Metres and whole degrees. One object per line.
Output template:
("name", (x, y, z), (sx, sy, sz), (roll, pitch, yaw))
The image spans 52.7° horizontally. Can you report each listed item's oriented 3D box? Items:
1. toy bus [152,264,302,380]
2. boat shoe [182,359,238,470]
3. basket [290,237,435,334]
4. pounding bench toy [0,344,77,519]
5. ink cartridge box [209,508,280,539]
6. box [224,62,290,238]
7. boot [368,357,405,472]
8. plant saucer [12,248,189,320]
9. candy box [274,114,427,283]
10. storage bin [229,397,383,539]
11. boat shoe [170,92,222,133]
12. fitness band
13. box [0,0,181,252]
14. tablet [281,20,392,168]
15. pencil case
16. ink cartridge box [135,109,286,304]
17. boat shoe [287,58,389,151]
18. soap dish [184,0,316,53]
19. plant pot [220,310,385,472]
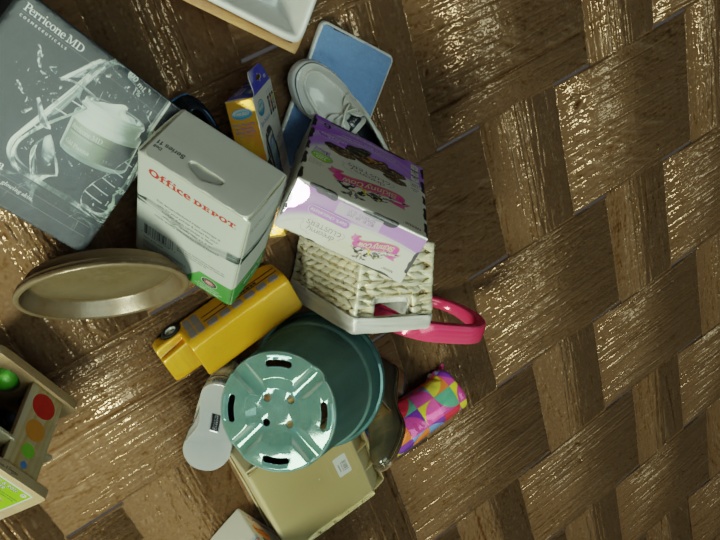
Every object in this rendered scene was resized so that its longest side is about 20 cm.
("toy bus", (-0.185, 0.076, 1.011), (0.199, 0.078, 0.065), (-37, 124, -15))
("boat shoe", (-0.209, 0.209, 1.053), (0.070, 0.070, 0.201), (16, 126, -2))
("basket", (0.000, 0.000, 1.027), (0.135, 0.200, 0.124), (-2, 104, -31))
("pounding bench toy", (-0.451, 0.164, 0.826), (0.124, 0.157, 0.200), (-25, 127, 17))
("ink cartridge box", (-0.156, 0.506, 1.127), (0.145, 0.200, 0.147), (-48, 126, -8))
("box", (-0.125, -0.156, 0.927), (0.041, 0.119, 0.201), (-9, 114, 8))
("boot", (0.017, 0.213, 1.146), (0.074, 0.201, 0.097), (-32, 121, 28))
("plant saucer", (-0.307, 0.017, 0.868), (0.199, 0.200, 0.030), (-2, 71, -31))
("candy box", (-0.006, -0.094, 0.901), (0.167, 0.201, 0.072), (25, 120, -12))
("storage bin", (-0.085, 0.309, 1.159), (0.198, 0.094, 0.201), (-31, 122, -18))
("boat shoe", (-0.190, -0.125, 0.932), (0.084, 0.069, 0.201), (-39, 125, -12))
("fitness band", (0.106, 0.073, 1.150), (0.199, 0.143, 0.038), (6, 105, -34))
("box", (-0.342, -0.162, 0.792), (0.200, 0.124, 0.197), (36, 87, -36))
("tablet", (-0.039, -0.229, 1.019), (0.129, 0.014, 0.201), (16, 101, -36))
("pencil case", (0.089, 0.251, 1.252), (0.199, 0.088, 0.089), (-33, 123, -20))
("ink cartridge box", (-0.180, -0.068, 0.852), (0.146, 0.200, 0.083), (33, 57, 1))
("boat shoe", (-0.018, -0.207, 0.992), (0.074, 0.065, 0.200), (-51, 127, -3))
("soap dish", (-0.137, -0.372, 0.858), (0.199, 0.081, 0.158), (17, 100, -36))
("plant pot", (-0.082, 0.164, 0.961), (0.198, 0.196, 0.202), (1, 94, 12))
